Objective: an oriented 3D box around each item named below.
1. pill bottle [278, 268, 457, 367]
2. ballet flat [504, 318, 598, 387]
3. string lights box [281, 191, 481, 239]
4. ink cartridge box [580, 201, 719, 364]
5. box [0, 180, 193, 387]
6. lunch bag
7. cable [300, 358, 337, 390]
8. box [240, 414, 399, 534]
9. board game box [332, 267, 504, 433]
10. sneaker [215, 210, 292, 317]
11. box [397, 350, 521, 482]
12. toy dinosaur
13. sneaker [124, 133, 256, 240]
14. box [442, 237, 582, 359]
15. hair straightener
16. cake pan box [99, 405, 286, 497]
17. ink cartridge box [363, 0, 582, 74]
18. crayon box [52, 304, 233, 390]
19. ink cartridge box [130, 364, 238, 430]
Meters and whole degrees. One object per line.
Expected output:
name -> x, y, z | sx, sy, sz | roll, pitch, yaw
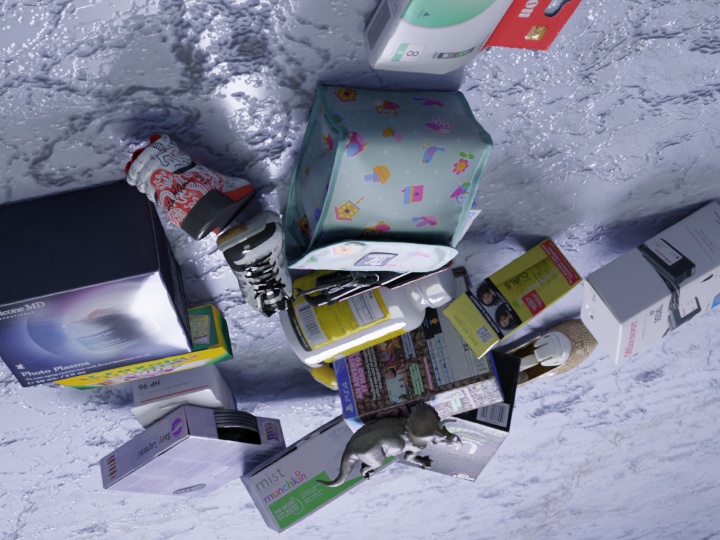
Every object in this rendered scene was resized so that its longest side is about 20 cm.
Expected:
pill bottle -> 0.010, 0.034, 1.511 | 0.200, 0.112, 0.111 | -22, 151, 17
ballet flat -> 0.260, 0.131, 1.840 | 0.200, 0.071, 0.065 | -34, 165, 32
string lights box -> 0.022, -0.062, 1.394 | 0.199, 0.059, 0.103 | -2, 151, -21
ink cartridge box -> 0.393, 0.019, 1.627 | 0.200, 0.084, 0.145 | -30, 153, -6
box -> -0.299, 0.019, 1.339 | 0.199, 0.124, 0.199 | -13, 151, -3
lunch bag -> 0.020, -0.075, 1.262 | 0.170, 0.122, 0.200 | 0, 129, -22
cable -> 0.008, 0.174, 1.727 | 0.050, 0.200, 0.097 | -56, 154, 5
box -> -0.064, 0.283, 1.805 | 0.200, 0.097, 0.176 | -30, 178, -13
board game box -> 0.067, 0.110, 1.628 | 0.199, 0.160, 0.097 | -16, 152, 7
sneaker -> -0.104, -0.002, 1.375 | 0.075, 0.088, 0.200 | -25, 168, -3
box -> 0.131, 0.201, 1.816 | 0.148, 0.125, 0.200 | 16, 149, -2
toy dinosaur -> 0.032, 0.215, 1.580 | 0.199, 0.077, 0.102 | -12, 142, 10
sneaker -> -0.170, -0.090, 1.258 | 0.067, 0.108, 0.201 | -48, -179, 8
box -> 0.189, 0.031, 1.532 | 0.200, 0.075, 0.050 | -28, 168, -46
hair straightener -> 0.000, 0.000, 1.413 | 0.199, 0.041, 0.077 | -15, 158, 25
cake pan box -> -0.229, 0.253, 1.734 | 0.200, 0.052, 0.184 | -34, 150, 33
ink cartridge box -> 0.122, -0.239, 1.125 | 0.199, 0.050, 0.161 | 2, 149, -23
crayon box -> -0.261, 0.095, 1.508 | 0.199, 0.058, 0.173 | -12, 173, -2
ink cartridge box -> -0.241, 0.183, 1.725 | 0.116, 0.068, 0.200 | -14, 153, 0
